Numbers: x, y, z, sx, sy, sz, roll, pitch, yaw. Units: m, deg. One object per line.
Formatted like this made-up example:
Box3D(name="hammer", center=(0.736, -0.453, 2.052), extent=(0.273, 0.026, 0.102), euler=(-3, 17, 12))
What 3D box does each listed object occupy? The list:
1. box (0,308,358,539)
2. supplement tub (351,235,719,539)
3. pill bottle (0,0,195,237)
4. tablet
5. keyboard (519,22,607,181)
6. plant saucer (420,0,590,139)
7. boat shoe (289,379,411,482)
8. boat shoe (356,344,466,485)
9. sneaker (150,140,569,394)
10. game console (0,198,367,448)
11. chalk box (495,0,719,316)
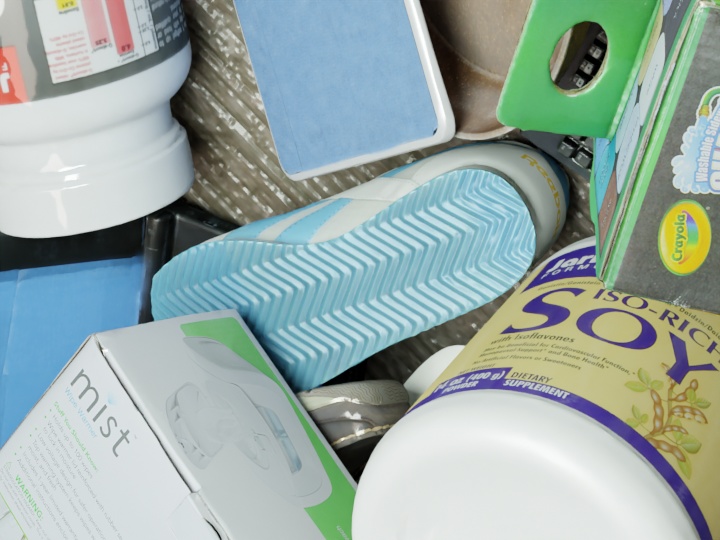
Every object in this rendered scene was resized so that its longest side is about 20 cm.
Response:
Box3D(name="box", center=(-0.075, 0.149, 1.079), extent=(0.177, 0.096, 0.200), euler=(-49, 66, 31))
Box3D(name="supplement tub", center=(0.100, 0.073, 1.029), extent=(0.145, 0.200, 0.146), euler=(14, 123, 23))
Box3D(name="pill bottle", center=(-0.138, -0.124, 1.145), extent=(0.115, 0.116, 0.201), euler=(0, 111, 32))
Box3D(name="tablet", center=(-0.023, -0.142, 1.087), extent=(0.130, 0.014, 0.201), euler=(-11, 96, 56))
Box3D(name="keyboard", center=(0.115, -0.126, 1.047), extent=(0.127, 0.021, 0.200), euler=(37, 125, 12))
Box3D(name="plant saucer", center=(0.040, -0.153, 1.029), extent=(0.200, 0.034, 0.201), euler=(36, 133, 51))
Box3D(name="boat shoe", center=(-0.039, 0.112, 1.155), extent=(0.200, 0.074, 0.074), euler=(-39, 66, 42))
Box3D(name="boat shoe", center=(0.020, 0.104, 1.186), extent=(0.200, 0.068, 0.072), euler=(-51, 43, 30))
Box3D(name="sneaker", center=(0.000, 0.000, 1.128), extent=(0.199, 0.081, 0.077), euler=(-16, 99, 28))
Box3D(name="game console", center=(-0.104, 0.081, 1.219), extent=(0.175, 0.116, 0.201), euler=(22, 122, 22))
Box3D(name="chalk box", center=(0.152, -0.063, 0.942), extent=(0.199, 0.124, 0.125), euler=(14, 123, -5))
